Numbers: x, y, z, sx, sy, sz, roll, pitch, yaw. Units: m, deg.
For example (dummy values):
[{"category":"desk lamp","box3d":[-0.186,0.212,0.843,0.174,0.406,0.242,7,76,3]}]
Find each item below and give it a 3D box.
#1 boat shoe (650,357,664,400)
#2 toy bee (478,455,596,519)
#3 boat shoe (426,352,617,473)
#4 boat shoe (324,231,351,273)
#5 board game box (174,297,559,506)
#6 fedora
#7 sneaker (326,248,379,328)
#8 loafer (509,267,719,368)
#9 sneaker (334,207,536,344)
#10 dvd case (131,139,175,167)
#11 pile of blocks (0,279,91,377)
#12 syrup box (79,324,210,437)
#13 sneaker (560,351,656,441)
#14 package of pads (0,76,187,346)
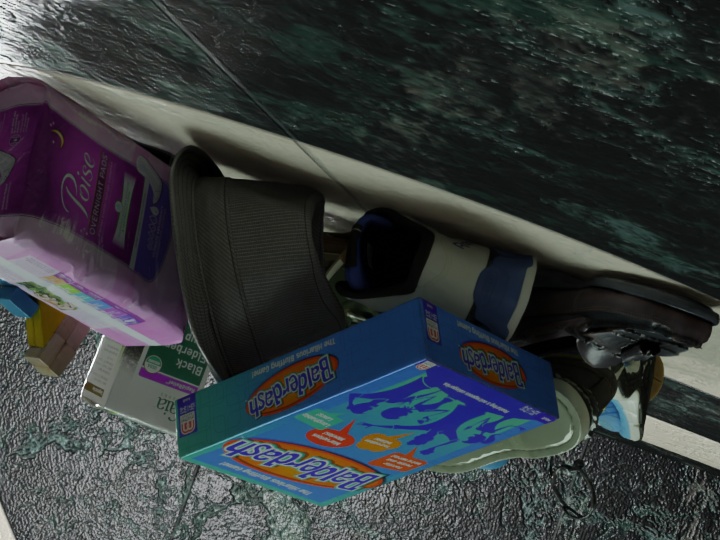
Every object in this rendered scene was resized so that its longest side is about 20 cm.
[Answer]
[{"category":"boat shoe","box3d":[0.150,0.077,1.541,0.200,0.071,0.069,10,180,13]},{"category":"toy bee","box3d":[0.121,0.117,1.473,0.109,0.131,0.200,-25,-111,-46]},{"category":"boat shoe","box3d":[0.091,0.097,1.318,0.201,0.072,0.061,-7,-160,45]},{"category":"boat shoe","box3d":[0.000,0.000,1.443,0.200,0.072,0.068,11,-148,-17]},{"category":"board game box","box3d":[0.004,0.090,1.210,0.200,0.045,0.152,-24,149,31]},{"category":"fedora","box3d":[-0.061,-0.001,1.264,0.090,0.177,0.200,-10,159,4]},{"category":"sneaker","box3d":[-0.014,0.070,1.392,0.067,0.200,0.090,18,-141,-24]},{"category":"loafer","box3d":[0.156,0.040,1.206,0.072,0.063,0.200,22,175,-27]},{"category":"sneaker","box3d":[0.038,0.004,1.267,0.115,0.081,0.199,24,168,-8]},{"category":"dvd case","box3d":[-0.193,-0.084,1.460,0.150,0.025,0.200,19,174,11]},{"category":"pile of blocks","box3d":[-0.241,-0.025,1.336,0.082,0.200,0.062,-1,-179,-38]},{"category":"syrup box","box3d":[-0.160,0.034,1.596,0.079,0.200,0.081,23,174,-24]},{"category":"sneaker","box3d":[0.167,0.069,1.380,0.090,0.079,0.200,7,162,19]},{"category":"package of pads","box3d":[-0.187,-0.036,1.270,0.076,0.121,0.200,-8,155,31]}]
